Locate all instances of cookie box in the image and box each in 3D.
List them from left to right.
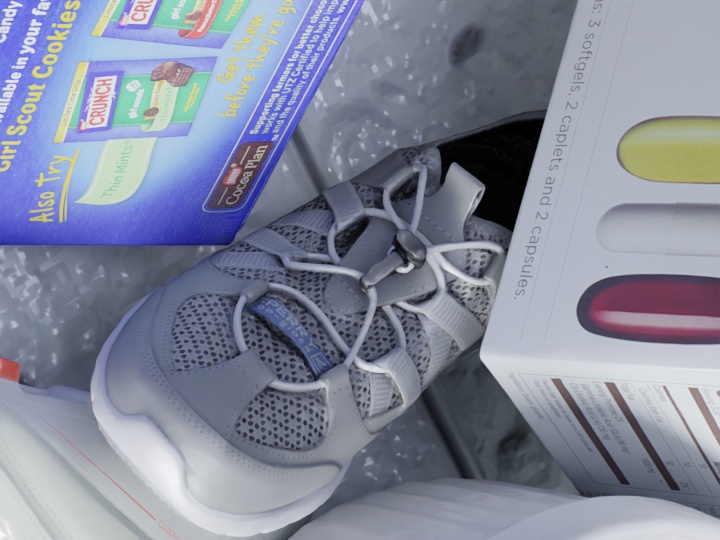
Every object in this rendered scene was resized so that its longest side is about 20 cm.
[{"bbox_3d":[-0.101,-0.086,0.689,0.199,0.171,0.075,0,52,-29],"label":"cookie box"}]

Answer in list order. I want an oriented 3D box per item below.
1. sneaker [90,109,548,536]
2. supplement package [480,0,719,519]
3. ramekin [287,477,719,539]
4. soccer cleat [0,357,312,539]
[{"bbox_3d":[0.000,0.000,0.756,0.075,0.082,0.200,44,39,6],"label":"sneaker"},{"bbox_3d":[0.132,-0.025,0.795,0.156,0.110,0.201,52,48,-52],"label":"supplement package"},{"bbox_3d":[0.034,0.152,0.764,0.199,0.105,0.201,-10,106,-37],"label":"ramekin"},{"bbox_3d":[-0.100,0.062,0.742,0.199,0.069,0.078,12,84,-31],"label":"soccer cleat"}]
